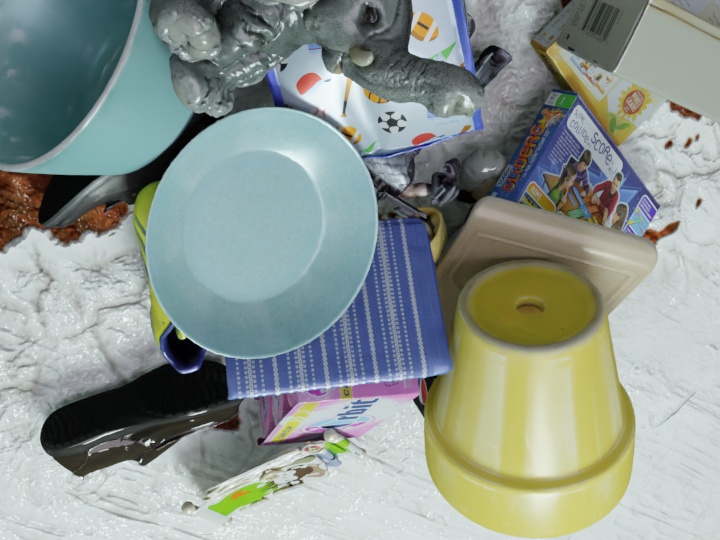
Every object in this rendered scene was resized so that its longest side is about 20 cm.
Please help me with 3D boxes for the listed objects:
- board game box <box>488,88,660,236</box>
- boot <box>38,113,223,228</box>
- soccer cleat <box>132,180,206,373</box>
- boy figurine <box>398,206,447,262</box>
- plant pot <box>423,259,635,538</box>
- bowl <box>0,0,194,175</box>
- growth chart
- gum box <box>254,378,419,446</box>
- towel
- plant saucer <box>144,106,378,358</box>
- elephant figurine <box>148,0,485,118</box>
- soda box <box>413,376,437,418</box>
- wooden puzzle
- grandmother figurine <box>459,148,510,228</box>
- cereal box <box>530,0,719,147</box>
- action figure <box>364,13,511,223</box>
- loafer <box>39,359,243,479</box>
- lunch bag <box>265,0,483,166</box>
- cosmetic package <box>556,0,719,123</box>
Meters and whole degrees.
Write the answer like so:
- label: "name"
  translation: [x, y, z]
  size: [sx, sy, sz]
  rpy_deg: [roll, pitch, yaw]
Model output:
- label: "board game box"
  translation: [0.216, -0.064, 0.926]
  size: [0.200, 0.034, 0.136]
  rpy_deg: [39, 80, -40]
- label: "boot"
  translation: [-0.157, -0.056, 0.814]
  size: [0.198, 0.070, 0.174]
  rpy_deg: [-33, 132, 8]
- label: "soccer cleat"
  translation: [-0.151, 0.009, 0.785]
  size: [0.064, 0.084, 0.202]
  rpy_deg: [-9, 141, -13]
- label: "boy figurine"
  translation: [0.000, 0.000, 0.867]
  size: [0.197, 0.125, 0.065]
  rpy_deg: [-19, 136, -16]
- label: "plant pot"
  translation: [0.154, 0.103, 0.852]
  size: [0.198, 0.201, 0.191]
  rpy_deg: [-14, 126, -12]
- label: "bowl"
  translation: [-0.190, -0.153, 0.690]
  size: [0.202, 0.201, 0.104]
  rpy_deg: [-52, 142, 12]
- label: "growth chart"
  translation: [-0.087, 0.217, 0.964]
  size: [0.198, 0.018, 0.145]
  rpy_deg: [-28, 155, 11]
- label: "gum box"
  translation: [-0.032, 0.116, 0.895]
  size: [0.112, 0.067, 0.200]
  rpy_deg: [-2, 159, -18]
- label: "towel"
  translation: [-0.024, 0.030, 0.806]
  size: [0.196, 0.147, 0.024]
  rpy_deg: [-5, 161, -13]
- label: "plant saucer"
  translation: [-0.080, -0.031, 0.745]
  size: [0.198, 0.039, 0.204]
  rpy_deg: [-10, 112, -26]
- label: "elephant figurine"
  translation: [-0.028, -0.181, 0.614]
  size: [0.197, 0.143, 0.157]
  rpy_deg: [-10, 127, 14]
- label: "soda box"
  translation: [0.157, 0.112, 1.023]
  size: [0.197, 0.063, 0.072]
  rpy_deg: [-9, 120, -16]
- label: "wooden puzzle"
  translation: [0.161, 0.013, 0.907]
  size: [0.182, 0.038, 0.201]
  rpy_deg: [13, 140, -10]
- label: "grandmother figurine"
  translation: [0.149, -0.039, 0.942]
  size: [0.121, 0.061, 0.201]
  rpy_deg: [-35, 127, -10]
- label: "cereal box"
  translation: [0.276, -0.237, 0.890]
  size: [0.200, 0.040, 0.144]
  rpy_deg: [-44, 123, 6]
- label: "action figure"
  translation: [0.050, -0.131, 0.841]
  size: [0.129, 0.069, 0.201]
  rpy_deg: [35, 94, -13]
- label: "loafer"
  translation: [-0.206, 0.147, 0.910]
  size: [0.197, 0.073, 0.072]
  rpy_deg: [-14, 132, -7]
- label: "lunch bag"
  translation: [0.003, -0.189, 0.746]
  size: [0.167, 0.124, 0.203]
  rpy_deg: [-13, 114, 8]
- label: "cosmetic package"
  translation: [0.288, -0.189, 0.835]
  size: [0.197, 0.104, 0.074]
  rpy_deg: [14, 111, -27]
